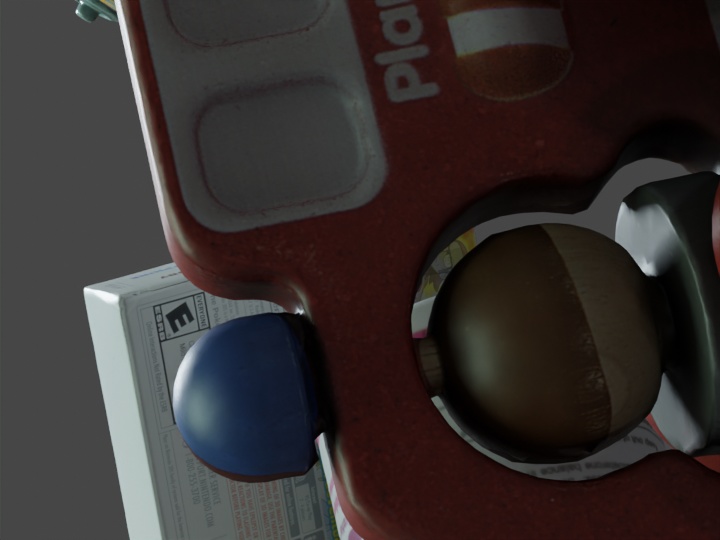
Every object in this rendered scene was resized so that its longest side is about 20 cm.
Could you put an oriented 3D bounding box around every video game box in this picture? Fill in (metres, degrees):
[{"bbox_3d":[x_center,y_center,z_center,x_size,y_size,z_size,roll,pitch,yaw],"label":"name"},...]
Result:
[{"bbox_3d":[-0.020,0.081,1.003,0.047,0.182,0.200,14,115,59],"label":"video game box"}]

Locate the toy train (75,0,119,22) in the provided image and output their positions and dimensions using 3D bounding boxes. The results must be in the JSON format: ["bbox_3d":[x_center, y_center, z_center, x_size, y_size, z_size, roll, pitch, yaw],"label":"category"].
[{"bbox_3d":[-0.097,-0.158,1.318,0.085,0.200,0.114,-57,7,-3],"label":"toy train"}]

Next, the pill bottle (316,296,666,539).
[{"bbox_3d":[0.058,0.114,0.717,0.113,0.113,0.200,93,164,-62],"label":"pill bottle"}]

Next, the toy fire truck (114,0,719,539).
[{"bbox_3d":[0.037,-0.024,0.457,0.112,0.168,0.200,107,151,-75],"label":"toy fire truck"}]
